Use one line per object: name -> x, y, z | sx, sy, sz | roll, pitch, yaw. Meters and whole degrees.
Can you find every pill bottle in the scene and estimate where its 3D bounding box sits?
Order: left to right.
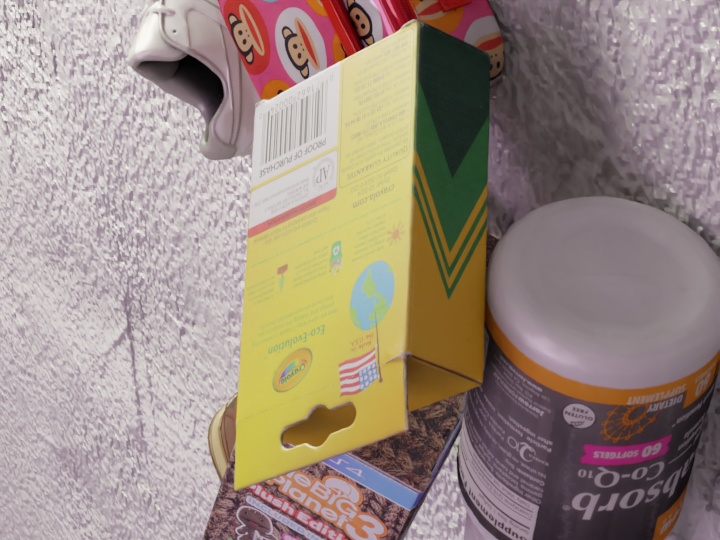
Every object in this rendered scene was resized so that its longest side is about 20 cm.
pill bottle -> 0.106, 0.072, 1.170 | 0.116, 0.116, 0.201 | 47, 147, 35

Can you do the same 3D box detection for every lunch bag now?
lunch bag -> -0.006, -0.162, 1.247 | 0.176, 0.082, 0.201 | -29, 86, 59

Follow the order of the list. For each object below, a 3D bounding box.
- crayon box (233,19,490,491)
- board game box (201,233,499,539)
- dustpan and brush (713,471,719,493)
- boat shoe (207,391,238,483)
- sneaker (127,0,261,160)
crayon box -> 0.000, 0.000, 1.139 | 0.127, 0.051, 0.202 | -22, 56, 45
board game box -> 0.000, 0.083, 1.298 | 0.096, 0.160, 0.200 | 28, 144, 4
dustpan and brush -> 0.213, 0.111, 1.084 | 0.199, 0.057, 0.141 | 2, 110, 54
boat shoe -> -0.035, 0.162, 1.543 | 0.201, 0.072, 0.068 | 63, 155, 14
sneaker -> -0.095, -0.153, 1.385 | 0.201, 0.099, 0.078 | 62, 153, 11
